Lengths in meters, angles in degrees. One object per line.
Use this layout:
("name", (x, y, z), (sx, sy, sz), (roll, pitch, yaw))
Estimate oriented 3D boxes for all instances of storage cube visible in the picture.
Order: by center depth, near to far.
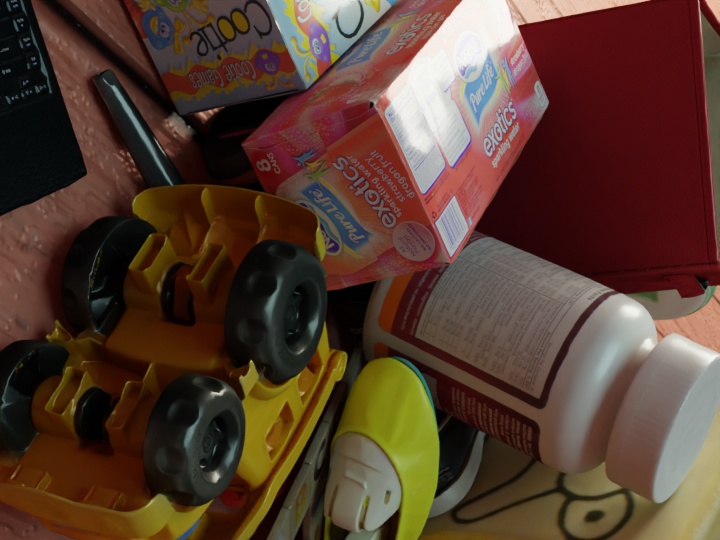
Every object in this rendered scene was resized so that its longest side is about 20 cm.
("storage cube", (0.172, -0.077, 0.882), (0.170, 0.177, 0.203), (8, 77, -64))

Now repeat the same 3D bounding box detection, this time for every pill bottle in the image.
("pill bottle", (0.108, 0.053, 0.745), (0.109, 0.198, 0.111), (-38, 142, -39))

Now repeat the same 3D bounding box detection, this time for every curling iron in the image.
("curling iron", (-0.101, -0.032, 0.742), (0.201, 0.025, 0.050), (56, 18, -27))

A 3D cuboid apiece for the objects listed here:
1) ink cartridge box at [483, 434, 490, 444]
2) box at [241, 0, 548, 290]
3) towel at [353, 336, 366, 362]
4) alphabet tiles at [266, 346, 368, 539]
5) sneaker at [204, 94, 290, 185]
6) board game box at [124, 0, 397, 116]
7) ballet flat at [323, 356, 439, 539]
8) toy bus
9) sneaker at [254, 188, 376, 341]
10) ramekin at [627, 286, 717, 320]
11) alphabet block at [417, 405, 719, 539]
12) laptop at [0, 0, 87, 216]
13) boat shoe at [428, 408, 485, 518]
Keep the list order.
("ink cartridge box", (0.094, 0.188, 0.939), (0.201, 0.083, 0.145), (61, 43, -31))
("box", (0.028, -0.088, 0.735), (0.104, 0.094, 0.201), (63, 36, -23))
("towel", (0.045, -0.007, 0.944), (0.199, 0.023, 0.146), (-26, 108, -51))
("alphabet tiles", (-0.023, 0.152, 0.778), (0.201, 0.007, 0.169), (-63, 161, -47))
("sneaker", (-0.022, -0.089, 0.815), (0.200, 0.073, 0.088), (-43, 122, -47))
("board game box", (-0.043, -0.195, 0.770), (0.200, 0.104, 0.104), (-52, 126, -44))
("ballet flat", (0.004, 0.149, 0.746), (0.067, 0.066, 0.202), (-35, 141, -47))
("toy bus", (-0.092, 0.084, 0.674), (0.201, 0.134, 0.193), (-61, 149, -36))
("sneaker", (0.000, 0.000, 0.815), (0.199, 0.066, 0.092), (15, 75, -48))
("ramekin", (0.224, -0.044, 1.055), (0.200, 0.198, 0.099), (48, 58, -40))
("alphabet block", (0.177, 0.199, 0.823), (0.200, 0.193, 0.199), (-39, 117, -44))
("laptop", (-0.186, -0.115, 0.566), (0.177, 0.102, 0.203), (-34, 114, -49))
("boat shoe", (0.052, 0.084, 0.851), (0.061, 0.073, 0.201), (64, 28, -21))
